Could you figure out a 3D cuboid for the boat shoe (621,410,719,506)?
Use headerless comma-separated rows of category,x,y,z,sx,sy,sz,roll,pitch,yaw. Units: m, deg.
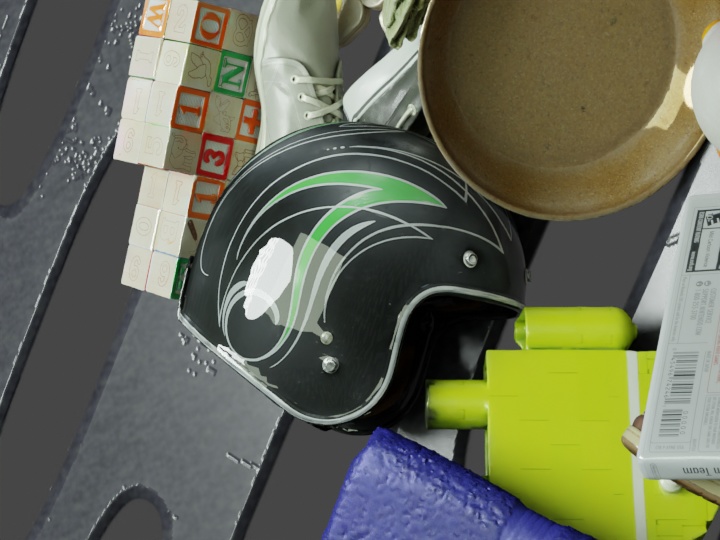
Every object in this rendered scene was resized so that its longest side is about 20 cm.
boat shoe,0.247,0.112,1.081,0.199,0.072,0.072,22,87,5

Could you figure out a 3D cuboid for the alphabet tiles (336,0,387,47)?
alphabet tiles,0.026,-0.251,1.325,0.200,0.015,0.196,-42,65,24

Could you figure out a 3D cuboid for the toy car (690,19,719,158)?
toy car,0.235,-0.136,1.111,0.177,0.184,0.201,49,140,27

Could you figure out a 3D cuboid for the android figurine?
android figurine,0.137,0.108,1.148,0.199,0.041,0.183,1,66,3

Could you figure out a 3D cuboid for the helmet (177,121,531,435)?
helmet,0.000,0.000,1.217,0.200,0.200,0.191,36,89,31

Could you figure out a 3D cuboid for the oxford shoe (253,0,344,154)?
oxford shoe,-0.035,-0.113,1.311,0.058,0.075,0.201,17,106,45

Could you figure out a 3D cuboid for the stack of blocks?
stack of blocks,-0.108,-0.080,1.333,0.058,0.115,0.201,15,95,45

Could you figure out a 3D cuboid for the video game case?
video game case,0.255,0.030,1.057,0.181,0.024,0.201,-3,46,24

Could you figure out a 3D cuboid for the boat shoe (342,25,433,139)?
boat shoe,0.073,-0.140,1.255,0.200,0.070,0.064,-43,63,32

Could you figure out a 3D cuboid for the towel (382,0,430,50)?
towel,0.052,-0.250,1.197,0.036,0.148,0.201,17,70,-5

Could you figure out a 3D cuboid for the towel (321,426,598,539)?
towel,0.067,0.194,1.096,0.199,0.049,0.148,27,102,21

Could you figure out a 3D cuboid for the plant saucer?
plant saucer,0.128,-0.132,1.171,0.201,0.199,0.035,-66,17,11
